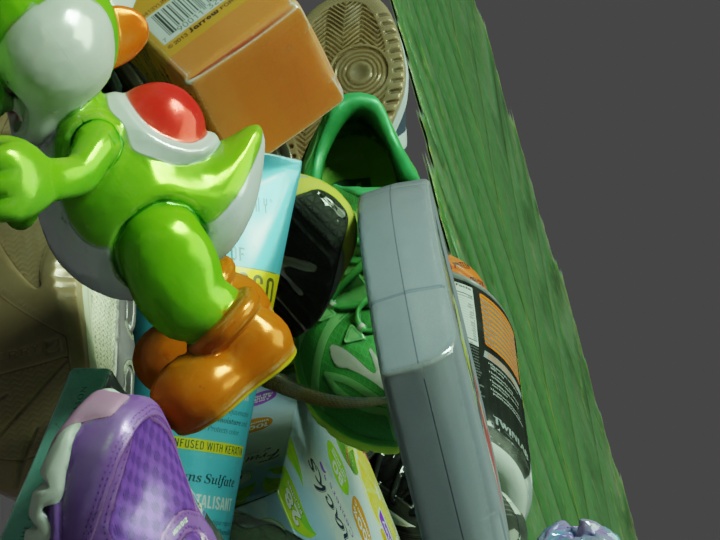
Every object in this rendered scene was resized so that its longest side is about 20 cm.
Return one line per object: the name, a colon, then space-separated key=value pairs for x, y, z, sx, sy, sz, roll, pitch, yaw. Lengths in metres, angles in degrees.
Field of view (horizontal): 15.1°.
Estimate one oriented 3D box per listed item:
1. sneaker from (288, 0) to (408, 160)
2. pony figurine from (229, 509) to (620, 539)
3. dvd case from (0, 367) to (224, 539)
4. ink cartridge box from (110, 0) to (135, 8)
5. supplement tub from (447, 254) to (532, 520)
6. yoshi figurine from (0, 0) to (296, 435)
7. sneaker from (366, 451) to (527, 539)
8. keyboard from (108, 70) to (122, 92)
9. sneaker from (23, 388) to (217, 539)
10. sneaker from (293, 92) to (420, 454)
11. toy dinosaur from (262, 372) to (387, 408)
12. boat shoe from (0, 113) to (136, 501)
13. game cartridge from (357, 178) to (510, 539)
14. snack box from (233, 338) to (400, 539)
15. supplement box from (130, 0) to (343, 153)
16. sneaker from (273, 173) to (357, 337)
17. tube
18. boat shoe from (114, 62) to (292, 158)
sneaker: x=0.004 y=-0.040 z=1.449 sx=0.109 sy=0.070 sz=0.200 roll=53 pitch=32 yaw=-65
pony figurine: x=0.033 y=0.184 z=1.177 sx=0.167 sy=0.200 sz=0.193 roll=46 pitch=-28 yaw=45
dvd case: x=-0.083 y=0.153 z=1.006 sx=0.200 sy=0.022 sz=0.146 roll=60 pitch=39 yaw=-45
ink cartridge box: x=-0.165 y=-0.191 z=1.104 sx=0.146 sy=0.084 sz=0.200 roll=-82 pitch=148 yaw=-69
supplement tub: x=0.038 y=0.080 z=1.641 sx=0.200 sy=0.122 sz=0.123 roll=-92 pitch=161 yaw=-57
yoshi figurine: x=-0.114 y=-0.032 z=0.954 sx=0.200 sy=0.112 sz=0.112 roll=57 pitch=38 yaw=-16
sneaker: x=0.008 y=0.104 z=1.463 sx=0.200 sy=0.066 sz=0.090 roll=37 pitch=-5 yaw=44
keyboard: x=-0.140 y=-0.148 z=1.403 sx=0.056 sy=0.011 sz=0.200 roll=-77 pitch=148 yaw=-71
sneaker: x=-0.055 y=0.135 z=0.941 sx=0.080 sy=0.088 sz=0.200 roll=-37 pitch=122 yaw=-57
sneaker: x=0.000 y=0.000 z=1.306 sx=0.084 sy=0.074 sz=0.200 roll=93 pitch=-12 yaw=-55
toy dinosaur: x=-0.082 y=0.018 z=1.168 sx=0.200 sy=0.058 sz=0.101 roll=43 pitch=-22 yaw=9
boat shoe: x=-0.123 y=0.009 z=1.066 sx=0.065 sy=0.072 sz=0.200 roll=66 pitch=14 yaw=-56
game cartridge: x=0.029 y=0.041 z=1.139 sx=0.200 sy=0.041 sz=0.133 roll=-97 pitch=169 yaw=-67
snack box: x=-0.029 y=0.143 z=1.330 sx=0.200 sy=0.068 sz=0.169 roll=-79 pitch=149 yaw=-67
supplement box: x=-0.090 y=-0.129 z=1.264 sx=0.200 sy=0.069 sz=0.067 roll=48 pitch=-10 yaw=45
sneaker: x=-0.043 y=-0.017 z=1.236 sx=0.078 sy=0.090 sz=0.200 roll=48 pitch=-24 yaw=-7
tube: x=-0.069 y=0.047 z=1.096 sx=0.077 sy=0.050 sz=0.200 roll=12 pitch=85 yaw=-47
boat shoe: x=-0.094 y=-0.101 z=1.375 sx=0.068 sy=0.072 sz=0.200 roll=94 pitch=-24 yaw=-68
